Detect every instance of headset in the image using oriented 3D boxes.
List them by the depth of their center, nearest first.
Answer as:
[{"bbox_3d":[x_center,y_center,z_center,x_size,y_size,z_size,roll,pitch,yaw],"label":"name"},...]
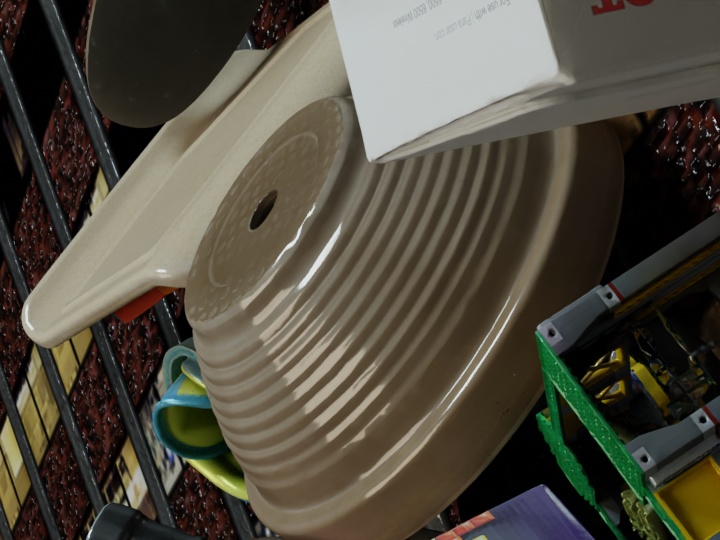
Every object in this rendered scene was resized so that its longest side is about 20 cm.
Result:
[{"bbox_3d":[0.083,0.053,0.999,0.200,0.094,0.124,29,126,41],"label":"headset"}]

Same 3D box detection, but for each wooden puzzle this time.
[{"bbox_3d":[-0.057,-0.046,1.133,0.037,0.185,0.200,42,157,-14],"label":"wooden puzzle"}]

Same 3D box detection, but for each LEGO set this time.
[{"bbox_3d":[0.147,0.065,0.821,0.200,0.116,0.154,53,172,33],"label":"LEGO set"}]

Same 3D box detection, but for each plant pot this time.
[{"bbox_3d":[0.000,0.000,0.966,0.201,0.093,0.201,-45,23,26],"label":"plant pot"}]

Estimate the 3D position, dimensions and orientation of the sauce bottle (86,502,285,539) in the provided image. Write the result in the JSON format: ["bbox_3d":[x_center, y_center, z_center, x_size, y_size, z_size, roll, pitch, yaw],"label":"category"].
[{"bbox_3d":[-0.012,0.140,0.991,0.065,0.199,0.065,20,-90,-83],"label":"sauce bottle"}]

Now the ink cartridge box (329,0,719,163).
[{"bbox_3d":[0.068,-0.150,0.794,0.145,0.147,0.201,-20,83,67],"label":"ink cartridge box"}]

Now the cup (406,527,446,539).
[{"bbox_3d":[0.017,0.205,1.088,0.143,0.200,0.201,29,-135,-83],"label":"cup"}]

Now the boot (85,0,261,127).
[{"bbox_3d":[-0.080,-0.165,1.199,0.075,0.073,0.201,-130,56,-66],"label":"boot"}]

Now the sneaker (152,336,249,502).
[{"bbox_3d":[-0.045,0.017,1.169,0.080,0.130,0.200,107,145,-50],"label":"sneaker"}]

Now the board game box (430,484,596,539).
[{"bbox_3d":[0.095,0.182,0.801,0.200,0.057,0.166,-131,18,-62],"label":"board game box"}]
